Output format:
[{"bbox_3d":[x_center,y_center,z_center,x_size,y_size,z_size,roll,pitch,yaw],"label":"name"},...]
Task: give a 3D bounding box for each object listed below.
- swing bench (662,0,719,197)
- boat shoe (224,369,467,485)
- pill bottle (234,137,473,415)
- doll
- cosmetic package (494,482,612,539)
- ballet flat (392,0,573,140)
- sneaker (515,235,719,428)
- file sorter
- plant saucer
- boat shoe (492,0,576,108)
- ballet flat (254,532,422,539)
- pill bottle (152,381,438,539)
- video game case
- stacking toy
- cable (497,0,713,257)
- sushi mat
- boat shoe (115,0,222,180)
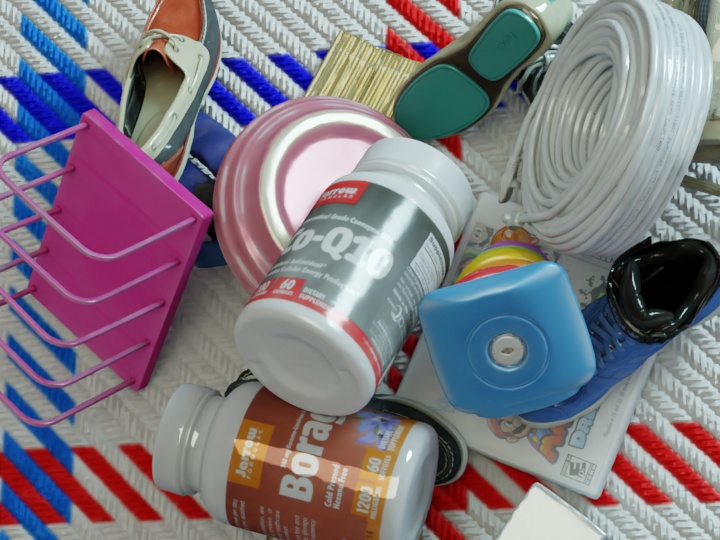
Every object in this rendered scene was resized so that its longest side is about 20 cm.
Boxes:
[{"bbox_3d":[0.293,-0.168,1.549,0.129,0.200,0.200,14,77,-14],"label":"swing bench"},{"bbox_3d":[-0.015,0.129,1.624,0.199,0.060,0.076,13,102,20],"label":"boat shoe"},{"bbox_3d":[0.000,0.000,1.526,0.114,0.114,0.200,20,54,17],"label":"pill bottle"},{"bbox_3d":[-0.109,-0.057,1.697,0.136,0.048,0.200,-46,63,-8],"label":"doll"},{"bbox_3d":[0.110,0.266,1.549,0.074,0.102,0.200,35,87,18],"label":"cosmetic package"},{"bbox_3d":[0.100,-0.168,1.642,0.200,0.069,0.070,-34,63,49],"label":"ballet flat"},{"bbox_3d":[0.191,0.043,1.556,0.200,0.111,0.077,-32,71,4],"label":"sneaker"},{"bbox_3d":[-0.233,0.004,1.627,0.139,0.125,0.200,41,131,19],"label":"file sorter"},{"bbox_3d":[-0.016,-0.049,1.633,0.200,0.051,0.201,7,70,-19],"label":"plant saucer"},{"bbox_3d":[0.158,-0.155,1.662,0.073,0.068,0.200,-20,72,7],"label":"boat shoe"},{"bbox_3d":[-0.046,0.195,1.626,0.199,0.071,0.071,18,81,19],"label":"ballet flat"},{"bbox_3d":[-0.050,0.148,1.547,0.199,0.112,0.113,13,79,14],"label":"pill bottle"},{"bbox_3d":[0.142,0.057,1.634,0.182,0.024,0.200,21,82,17],"label":"video game case"},{"bbox_3d":[0.113,0.017,1.560,0.116,0.200,0.110,-16,113,11],"label":"stacking toy"},{"bbox_3d":[0.186,-0.106,1.514,0.069,0.200,0.201,17,96,-19],"label":"cable"},{"bbox_3d":[-0.023,-0.101,1.719,0.095,0.012,0.200,26,83,18],"label":"sushi mat"},{"bbox_3d":[-0.163,-0.161,1.698,0.071,0.063,0.201,3,64,17],"label":"boat shoe"}]
